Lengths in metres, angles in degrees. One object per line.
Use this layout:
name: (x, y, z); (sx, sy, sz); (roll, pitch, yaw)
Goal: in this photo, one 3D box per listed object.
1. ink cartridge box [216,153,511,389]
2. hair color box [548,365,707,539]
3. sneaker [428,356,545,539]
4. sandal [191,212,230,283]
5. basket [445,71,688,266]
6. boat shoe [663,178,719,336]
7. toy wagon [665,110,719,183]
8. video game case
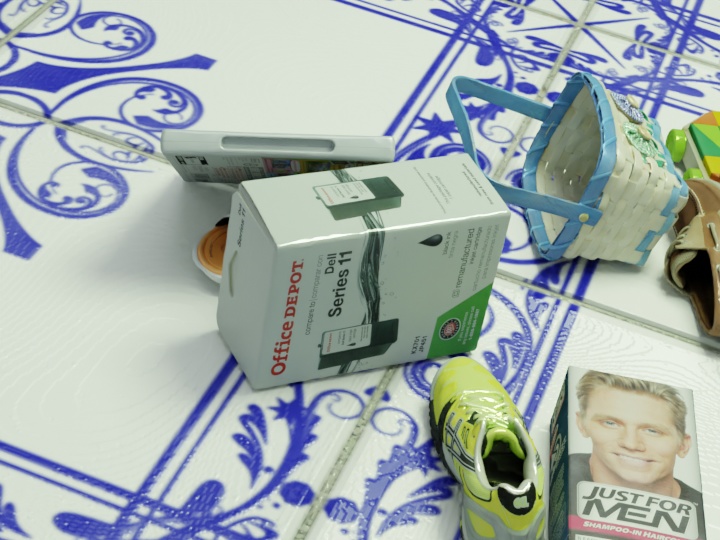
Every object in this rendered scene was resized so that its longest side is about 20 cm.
ink cartridge box: (0.000, 0.000, 1.225); (0.199, 0.147, 0.083); (-9, 42, -23)
hair color box: (0.188, 0.160, 1.134); (0.099, 0.061, 0.201); (11, 36, -1)
sneaker: (0.098, 0.124, 1.144); (0.075, 0.077, 0.201); (-1, 37, -13)
sandal: (-0.055, -0.048, 1.345); (0.206, 0.060, 0.079); (-23, 48, -37)
basket: (0.176, -0.098, 1.404); (0.198, 0.140, 0.177); (11, 36, -17)
boat shoe: (0.302, -0.013, 1.383); (0.071, 0.076, 0.201); (-1, 37, -13)
toy wagon: (0.383, -0.084, 1.524); (0.154, 0.040, 0.201); (4, 37, -9)
video game case: (-0.065, -0.091, 1.315); (0.180, 0.022, 0.200); (2, -4, -1)
